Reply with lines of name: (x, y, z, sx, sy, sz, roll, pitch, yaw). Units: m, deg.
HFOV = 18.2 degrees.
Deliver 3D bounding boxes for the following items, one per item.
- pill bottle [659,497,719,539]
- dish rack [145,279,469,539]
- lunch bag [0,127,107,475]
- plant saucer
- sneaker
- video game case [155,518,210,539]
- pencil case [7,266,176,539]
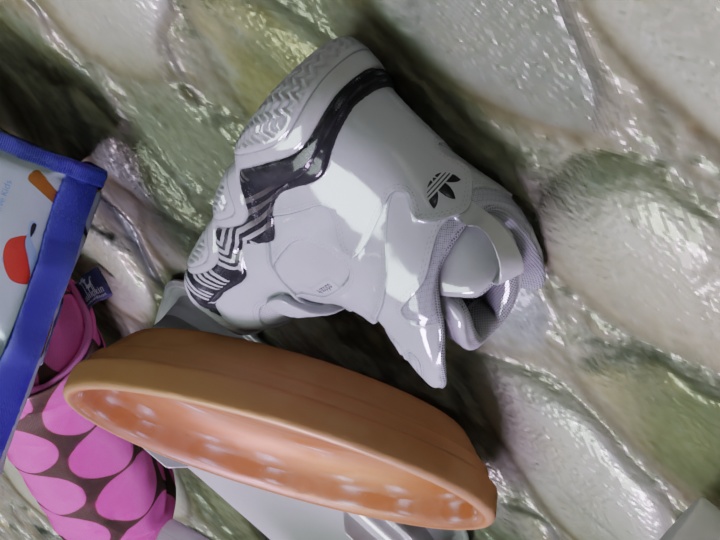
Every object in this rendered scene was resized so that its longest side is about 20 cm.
pill bottle: (0.180, 0.182, 0.847, 0.200, 0.113, 0.113, 40, 157, 7)
dish rack: (-0.043, 0.104, 1.164, 0.200, 0.044, 0.172, 40, 156, 6)
lunch bag: (-0.215, 0.002, 1.078, 0.200, 0.170, 0.124, 20, -179, 40)
plant saucer: (-0.032, 0.069, 1.000, 0.200, 0.038, 0.200, 16, 167, 4)
sneaker: (0.000, 0.000, 0.871, 0.115, 0.075, 0.200, 42, 154, 8)
video game case: (-0.005, 0.223, 1.279, 0.200, 0.023, 0.182, 24, 165, 37)
pencil case: (-0.161, 0.079, 1.257, 0.200, 0.091, 0.094, 76, 171, -54)
